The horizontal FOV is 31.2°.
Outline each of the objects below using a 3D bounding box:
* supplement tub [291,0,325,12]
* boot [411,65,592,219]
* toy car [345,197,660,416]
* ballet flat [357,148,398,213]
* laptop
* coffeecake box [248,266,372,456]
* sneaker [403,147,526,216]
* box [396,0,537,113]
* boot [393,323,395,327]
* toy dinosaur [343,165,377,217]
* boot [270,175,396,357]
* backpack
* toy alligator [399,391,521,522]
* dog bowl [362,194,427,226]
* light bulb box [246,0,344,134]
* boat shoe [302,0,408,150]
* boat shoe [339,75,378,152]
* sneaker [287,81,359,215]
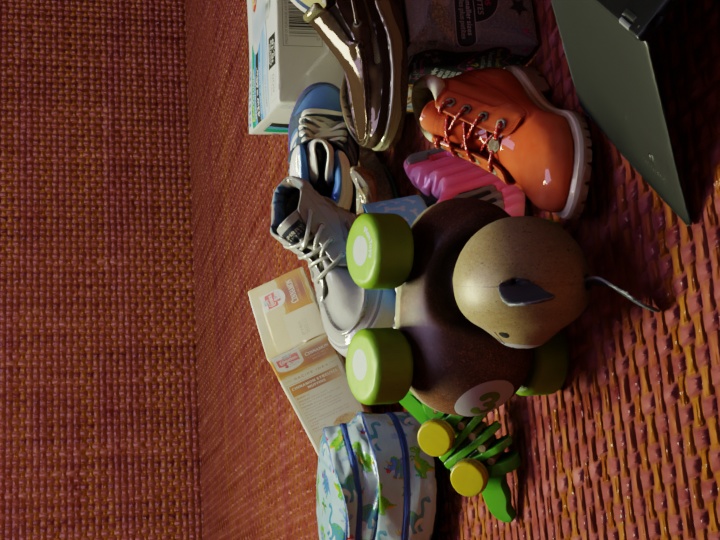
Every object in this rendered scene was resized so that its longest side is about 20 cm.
[{"bbox_3d":[-0.005,-0.350,1.304,0.200,0.144,0.145,139,129,-72],"label":"supplement tub"},{"bbox_3d":[0.102,-0.096,0.961,0.200,0.107,0.075,-118,32,-58],"label":"boot"},{"bbox_3d":[0.105,0.026,0.878,0.200,0.164,0.159,0,90,63],"label":"toy car"},{"bbox_3d":[-0.009,-0.109,1.473,0.200,0.067,0.068,-111,25,-54],"label":"ballet flat"},{"bbox_3d":[0.191,-0.171,0.800,0.200,0.116,0.187,-53,28,18],"label":"laptop"},{"bbox_3d":[-0.045,0.121,1.436,0.154,0.073,0.201,-115,0,-60],"label":"coffeecake box"},{"bbox_3d":[0.093,-0.036,1.091,0.200,0.079,0.096,-111,10,-64],"label":"sneaker"},{"bbox_3d":[0.066,-0.249,1.084,0.132,0.114,0.201,128,138,-66],"label":"box"},{"bbox_3d":[0.020,0.053,1.352,0.200,0.069,0.132,134,135,-72],"label":"boot"},{"bbox_3d":[0.000,0.000,1.287,0.106,0.060,0.201,-37,-42,-68],"label":"toy dinosaur"},{"bbox_3d":[-0.034,-0.007,1.088,0.074,0.095,0.200,-45,27,14],"label":"boot"},{"bbox_3d":[0.018,0.231,1.266,0.163,0.153,0.201,-98,28,-54],"label":"backpack"},{"bbox_3d":[0.073,0.117,1.058,0.054,0.059,0.200,-42,84,26],"label":"toy alligator"},{"bbox_3d":[0.058,0.020,1.100,0.112,0.049,0.200,-113,0,-51],"label":"dog bowl"},{"bbox_3d":[-0.063,-0.277,1.572,0.200,0.124,0.199,160,110,-74],"label":"light bulb box"},{"bbox_3d":[-0.010,-0.193,1.008,0.075,0.074,0.203,154,113,-73],"label":"boat shoe"},{"bbox_3d":[0.015,-0.200,1.411,0.076,0.071,0.201,85,-177,-55],"label":"boat shoe"},{"bbox_3d":[-0.036,-0.129,1.352,0.147,0.080,0.201,110,165,-71],"label":"sneaker"}]
